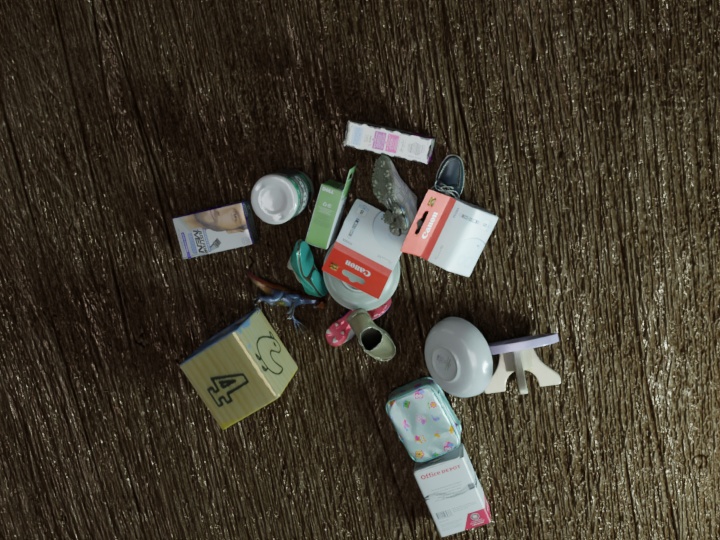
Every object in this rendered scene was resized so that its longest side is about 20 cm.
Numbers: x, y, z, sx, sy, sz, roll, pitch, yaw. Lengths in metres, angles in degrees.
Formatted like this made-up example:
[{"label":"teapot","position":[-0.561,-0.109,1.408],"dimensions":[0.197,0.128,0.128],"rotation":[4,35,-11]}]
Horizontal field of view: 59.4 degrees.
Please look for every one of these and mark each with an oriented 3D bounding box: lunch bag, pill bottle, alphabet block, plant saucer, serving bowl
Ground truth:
[{"label":"lunch bag","position":[0.170,0.388,1.644],"dimensions":[0.158,0.077,0.202],"rotation":[-27,98,13]},{"label":"pill bottle","position":[-0.179,-0.181,1.501],"dimensions":[0.111,0.200,0.115],"rotation":[2,105,9]},{"label":"alphabet block","position":[-0.309,0.250,1.634],"dimensions":[0.195,0.196,0.202],"rotation":[-31,98,17]},{"label":"plant saucer","position":[0.000,0.000,1.567],"dimensions":[0.196,0.050,0.205],"rotation":[0,89,7]},{"label":"serving bowl","position":[0.225,0.219,1.543],"dimensions":[0.198,0.065,0.204],"rotation":[19,116,46]}]

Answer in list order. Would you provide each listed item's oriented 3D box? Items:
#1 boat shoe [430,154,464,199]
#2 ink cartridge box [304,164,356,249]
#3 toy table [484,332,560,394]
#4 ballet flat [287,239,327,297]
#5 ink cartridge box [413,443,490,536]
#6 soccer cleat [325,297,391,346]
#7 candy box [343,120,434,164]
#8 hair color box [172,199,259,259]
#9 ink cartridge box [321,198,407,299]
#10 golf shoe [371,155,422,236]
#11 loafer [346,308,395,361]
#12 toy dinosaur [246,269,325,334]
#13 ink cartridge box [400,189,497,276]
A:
[{"label":"boat shoe","position":[0.200,-0.175,1.510],"dimensions":[0.074,0.062,0.203],"rotation":[20,105,6]},{"label":"ink cartridge box","position":[-0.071,-0.163,1.537],"dimensions":[0.058,0.104,0.203],"rotation":[19,106,4]},{"label":"toy table","position":[0.385,0.227,1.526],"dimensions":[0.197,0.183,0.120],"rotation":[-11,86,23]},{"label":"ballet flat","position":[-0.144,-0.001,1.569],"dimensions":[0.069,0.068,0.201],"rotation":[4,144,24]},{"label":"ink cartridge box","position":[0.242,0.580,1.674],"dimensions":[0.143,0.083,0.203],"rotation":[-21,99,14]},{"label":"soccer cleat","position":[-0.005,0.124,1.624],"dimensions":[0.199,0.077,0.067],"rotation":[-37,74,-1]},{"label":"candy box","position":[0.070,-0.300,1.464],"dimensions":[0.196,0.136,0.062],"rotation":[13,104,6]},{"label":"hair color box","position":[-0.372,-0.106,1.625],"dimensions":[0.196,0.065,0.111],"rotation":[-12,101,11]},{"label":"ink cartridge box","position":[0.018,-0.055,1.517],"dimensions":[0.158,0.047,0.202],"rotation":[27,62,1]},{"label":"golf shoe","position":[0.091,-0.183,1.530],"dimensions":[0.078,0.096,0.204],"rotation":[-25,77,50]},{"label":"loafer","position":[0.031,0.176,1.579],"dimensions":[0.075,0.069,0.200],"rotation":[-35,131,7]},{"label":"toy dinosaur","position":[-0.186,0.067,1.626],"dimensions":[0.178,0.105,0.204],"rotation":[-15,85,-10]},{"label":"ink cartridge box","position":[0.209,-0.085,1.477],"dimensions":[0.197,0.047,0.162],"rotation":[14,110,-34]}]
